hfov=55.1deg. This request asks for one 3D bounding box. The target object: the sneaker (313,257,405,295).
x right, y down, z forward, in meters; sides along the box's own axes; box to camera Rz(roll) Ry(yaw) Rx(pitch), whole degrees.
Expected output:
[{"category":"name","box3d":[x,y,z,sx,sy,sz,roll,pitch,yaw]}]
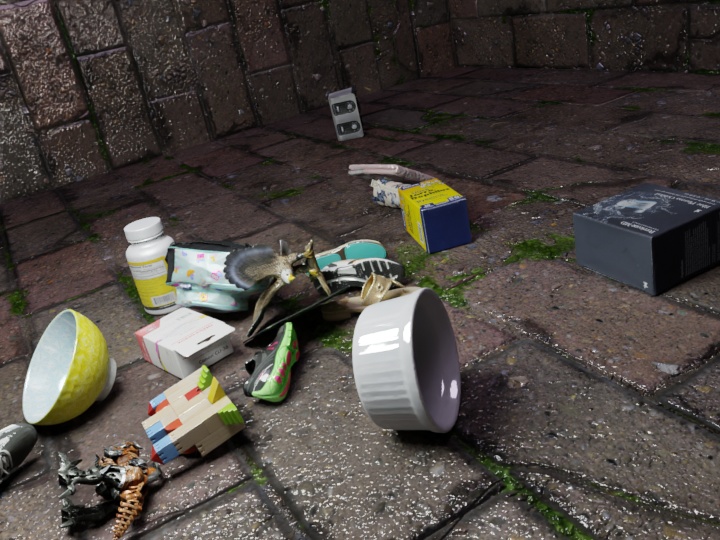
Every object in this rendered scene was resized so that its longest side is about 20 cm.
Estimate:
[{"category":"sneaker","box3d":[0.000,0.000,1.461,0.198,0.074,0.080,-4,22,17]}]

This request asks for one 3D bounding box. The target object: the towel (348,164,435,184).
[{"category":"towel","box3d":[0.094,-0.272,1.979,0.190,0.033,0.199,8,1,41]}]

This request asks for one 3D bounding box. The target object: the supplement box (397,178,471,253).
[{"category":"supplement box","box3d":[0.172,-0.133,1.631,0.108,0.110,0.200,-15,23,-8]}]

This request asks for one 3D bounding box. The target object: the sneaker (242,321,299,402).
[{"category":"sneaker","box3d":[-0.155,0.150,1.191,0.083,0.077,0.200,-4,23,9]}]

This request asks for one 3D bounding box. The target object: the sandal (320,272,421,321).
[{"category":"sandal","box3d":[0.021,0.040,1.361,0.210,0.070,0.078,-13,23,-3]}]

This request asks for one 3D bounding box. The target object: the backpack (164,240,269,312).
[{"category":"backpack","box3d":[-0.286,0.011,1.438,0.198,0.155,0.176,-4,-4,15]}]

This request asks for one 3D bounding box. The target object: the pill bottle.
[{"category":"pill bottle","box3d":[-0.459,-0.012,1.550,0.110,0.202,0.111,-9,23,4]}]

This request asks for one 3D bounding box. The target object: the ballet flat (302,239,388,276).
[{"category":"ballet flat","box3d":[-0.036,-0.033,1.566,0.198,0.068,0.062,-11,13,3]}]

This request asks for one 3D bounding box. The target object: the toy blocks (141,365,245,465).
[{"category":"toy blocks","box3d":[-0.270,0.231,1.063,0.136,0.101,0.200,-32,26,-18]}]

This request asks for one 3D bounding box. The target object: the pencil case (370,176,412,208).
[{"category":"pencil case","box3d":[0.113,-0.201,1.848,0.089,0.079,0.199,11,6,-38]}]

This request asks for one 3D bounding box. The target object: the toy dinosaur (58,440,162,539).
[{"category":"toy dinosaur","box3d":[-0.341,0.293,0.948,0.135,0.103,0.200,-2,-3,-21]}]

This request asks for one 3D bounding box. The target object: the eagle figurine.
[{"category":"eagle figurine","box3d":[-0.171,0.016,1.353,0.199,0.152,0.151,-27,-15,-18]}]

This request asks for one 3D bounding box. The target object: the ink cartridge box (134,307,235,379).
[{"category":"ink cartridge box","box3d":[-0.325,0.140,1.309,0.116,0.068,0.199,-30,27,-35]}]

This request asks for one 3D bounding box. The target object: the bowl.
[{"category":"bowl","box3d":[-0.500,0.181,1.221,0.107,0.202,0.200,25,-3,-39]}]

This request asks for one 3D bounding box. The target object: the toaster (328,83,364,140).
[{"category":"toaster","box3d":[-0.055,-0.643,2.812,0.118,0.182,0.200,-11,24,4]}]

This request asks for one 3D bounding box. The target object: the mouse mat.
[{"category":"mouse mat","box3d":[-0.123,0.084,1.318,0.199,0.008,0.161,-25,-3,-30]}]

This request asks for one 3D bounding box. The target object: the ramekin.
[{"category":"ramekin","box3d":[0.067,0.131,0.982,0.097,0.202,0.201,-10,22,24]}]

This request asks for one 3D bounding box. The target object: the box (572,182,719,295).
[{"category":"box","box3d":[0.542,-0.066,1.290,0.199,0.118,0.196,-22,25,-19]}]

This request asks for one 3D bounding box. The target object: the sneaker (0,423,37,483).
[{"category":"sneaker","box3d":[-0.547,0.320,1.019,0.115,0.075,0.200,14,44,37]}]
